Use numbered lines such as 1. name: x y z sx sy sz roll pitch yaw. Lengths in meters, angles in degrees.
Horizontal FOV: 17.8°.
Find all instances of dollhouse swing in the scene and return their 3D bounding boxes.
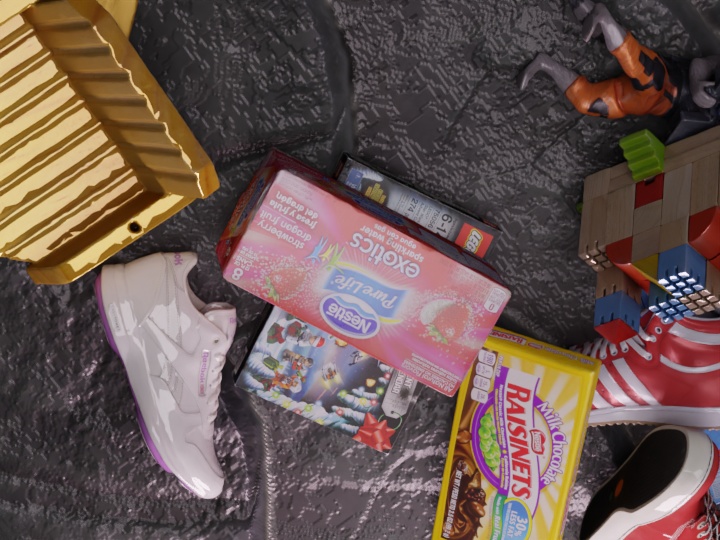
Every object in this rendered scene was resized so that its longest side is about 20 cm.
1. dollhouse swing: -0.222 -0.092 1.635 0.182 0.176 0.200 -34 106 0

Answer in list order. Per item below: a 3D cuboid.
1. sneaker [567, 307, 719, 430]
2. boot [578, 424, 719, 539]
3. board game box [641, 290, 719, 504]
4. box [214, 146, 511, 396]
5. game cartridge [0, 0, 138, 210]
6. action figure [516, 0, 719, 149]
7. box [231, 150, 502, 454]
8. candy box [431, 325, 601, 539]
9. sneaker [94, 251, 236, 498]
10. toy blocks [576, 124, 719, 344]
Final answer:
1. sneaker: 0.200 0.061 1.774 0.200 0.071 0.113 1 114 12
2. boot: 0.270 0.190 1.781 0.144 0.200 0.072 22 62 -6
3. board game box: 0.312 0.073 1.829 0.151 0.037 0.200 -18 105 -1
4. box: 0.000 0.000 1.705 0.200 0.100 0.096 28 98 -12
5. game cartridge: -0.283 -0.148 1.717 0.200 0.032 0.177 13 101 -8
6. action figure: 0.243 -0.153 1.729 0.193 0.105 0.200 20 143 -17
7. box: 0.004 0.026 1.783 0.137 0.040 0.200 24 99 -12
8. candy box: 0.119 0.142 1.782 0.102 0.026 0.200 16 120 13
9. sneaker: -0.131 0.080 1.762 0.100 0.075 0.200 -19 104 -1
10. toy blocks: 0.237 -0.026 1.698 0.200 0.137 0.100 -22 135 36
